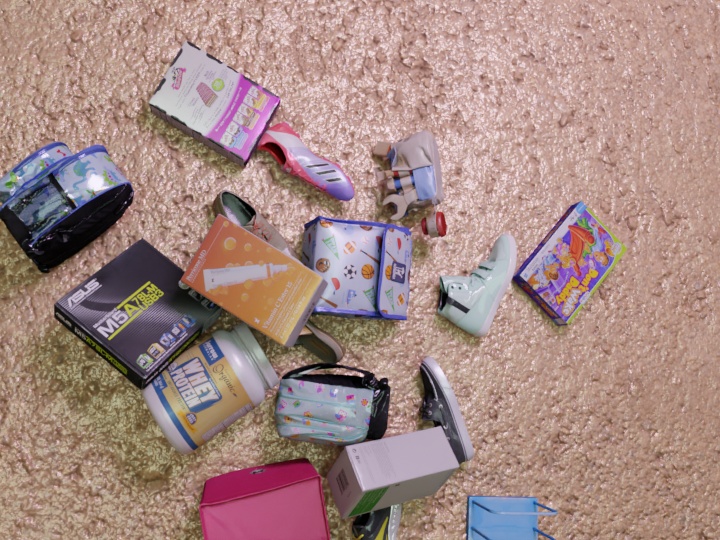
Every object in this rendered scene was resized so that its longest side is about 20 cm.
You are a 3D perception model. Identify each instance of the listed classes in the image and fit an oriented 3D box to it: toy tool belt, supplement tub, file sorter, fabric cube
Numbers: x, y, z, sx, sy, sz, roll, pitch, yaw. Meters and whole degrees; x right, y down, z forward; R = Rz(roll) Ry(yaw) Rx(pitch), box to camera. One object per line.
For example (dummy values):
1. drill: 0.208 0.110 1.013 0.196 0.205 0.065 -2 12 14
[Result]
1. toy tool belt: 0.090 -0.152 1.341 0.120 0.125 0.205 -9 81 19
2. supplement tub: -0.248 0.192 1.204 0.198 0.145 0.146 -33 90 -13
3. file sorter: 0.269 0.516 1.280 0.135 0.123 0.205 4 83 -10
4. fabric cube: -0.150 0.432 1.168 0.192 0.199 0.205 -10 85 -11

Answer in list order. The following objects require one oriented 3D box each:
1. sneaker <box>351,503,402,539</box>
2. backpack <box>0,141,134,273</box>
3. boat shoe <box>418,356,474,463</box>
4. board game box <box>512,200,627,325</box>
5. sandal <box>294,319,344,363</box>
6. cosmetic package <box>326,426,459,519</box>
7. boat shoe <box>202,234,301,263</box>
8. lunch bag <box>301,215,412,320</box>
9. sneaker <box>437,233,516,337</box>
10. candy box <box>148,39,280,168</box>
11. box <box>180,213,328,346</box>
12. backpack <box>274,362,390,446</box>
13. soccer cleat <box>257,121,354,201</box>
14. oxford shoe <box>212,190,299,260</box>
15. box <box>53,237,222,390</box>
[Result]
1. sneaker: 0.019 0.472 1.255 0.083 0.074 0.205 11 72 -26
2. backpack: -0.481 -0.119 1.177 0.199 0.183 0.148 -38 92 -18
3. boat shoe: 0.142 0.261 1.317 0.065 0.070 0.204 -22 95 -14
4. board game box: 0.408 -0.014 1.410 0.134 0.045 0.200 43 77 -4
5. sandal: -0.118 0.111 1.270 0.199 0.080 0.054 37 55 -9
6. cosmetic package: 0.055 0.339 1.226 0.196 0.109 0.086 -4 50 -30
7. boat shoe: -0.191 -0.004 1.258 0.196 0.073 0.068 14 48 5
8. lunch bag: 0.000 0.000 1.291 0.196 0.123 0.174 7 84 -21
9. sneaker: 0.214 0.009 1.351 0.116 0.074 0.204 24 82 -14
10. candy box: -0.261 -0.297 1.303 0.198 0.061 0.138 31 79 -7
11. box: -0.168 0.018 1.171 0.198 0.098 0.126 30 86 6
12. backpack: -0.049 0.233 1.235 0.195 0.167 0.129 6 71 2
13. soccer cleat: -0.098 -0.186 1.315 0.199 0.067 0.077 42 59 1
14. oxford shoe: -0.185 -0.062 1.282 0.199 0.075 0.071 41 77 -6
15. box: -0.358 0.065 1.185 0.192 0.048 0.200 38 48 6
